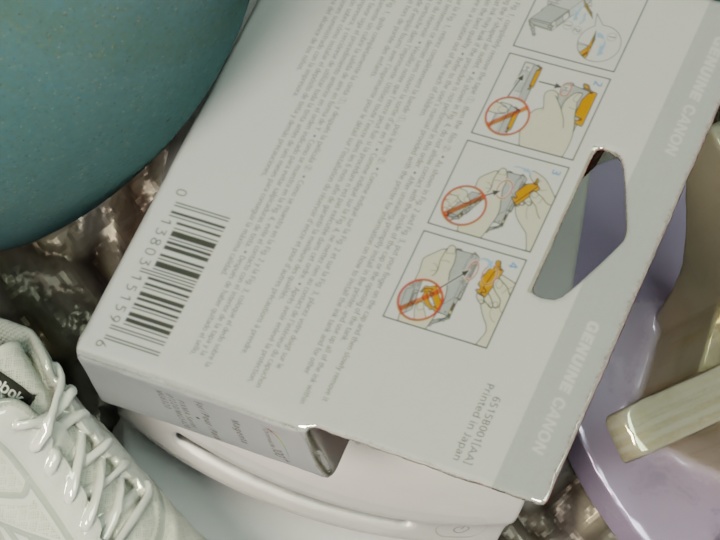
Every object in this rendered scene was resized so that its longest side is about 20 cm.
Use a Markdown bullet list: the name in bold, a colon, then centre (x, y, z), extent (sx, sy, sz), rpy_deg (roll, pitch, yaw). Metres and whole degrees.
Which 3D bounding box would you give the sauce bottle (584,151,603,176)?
- **sauce bottle**: centre (0.073, -0.076, 0.965), extent (0.066, 0.066, 0.201), rpy_deg (29, 56, -10)

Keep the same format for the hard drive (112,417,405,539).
- **hard drive**: centre (-0.018, 0.150, 0.947), extent (0.131, 0.026, 0.201), rpy_deg (2, 63, -20)

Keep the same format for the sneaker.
- **sneaker**: centre (-0.113, 0.070, 0.884), extent (0.200, 0.081, 0.075), rpy_deg (37, 41, -5)

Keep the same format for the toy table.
- **toy table**: centre (0.153, 0.039, 1.013), extent (0.183, 0.117, 0.200), rpy_deg (-34, 89, -25)

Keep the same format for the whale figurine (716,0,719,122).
- **whale figurine**: centre (0.155, -0.148, 1.073), extent (0.158, 0.104, 0.201), rpy_deg (-17, 80, -24)

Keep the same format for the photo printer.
- **photo printer**: centre (0.000, 0.000, 0.975), extent (0.166, 0.069, 0.201), rpy_deg (20, 58, -11)

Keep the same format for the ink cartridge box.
- **ink cartridge box**: centre (0.023, -0.023, 0.882), extent (0.173, 0.044, 0.201), rpy_deg (18, 66, 20)

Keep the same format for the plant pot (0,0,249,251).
- **plant pot**: centre (-0.109, -0.118, 0.856), extent (0.199, 0.134, 0.201), rpy_deg (15, 66, -39)
